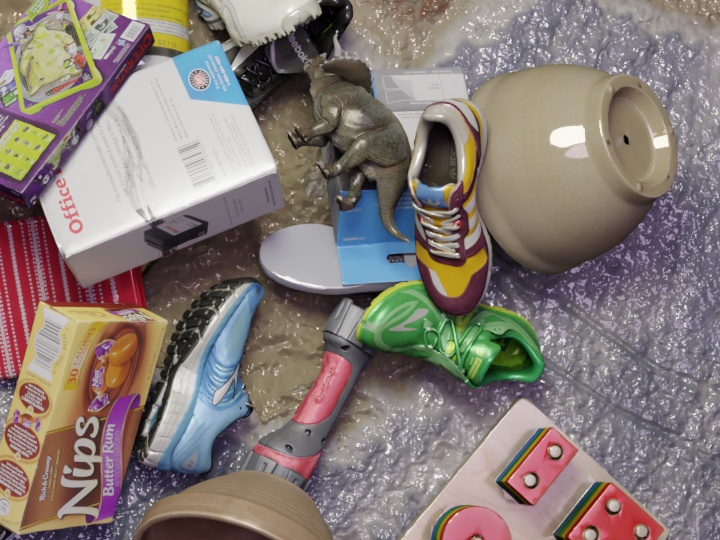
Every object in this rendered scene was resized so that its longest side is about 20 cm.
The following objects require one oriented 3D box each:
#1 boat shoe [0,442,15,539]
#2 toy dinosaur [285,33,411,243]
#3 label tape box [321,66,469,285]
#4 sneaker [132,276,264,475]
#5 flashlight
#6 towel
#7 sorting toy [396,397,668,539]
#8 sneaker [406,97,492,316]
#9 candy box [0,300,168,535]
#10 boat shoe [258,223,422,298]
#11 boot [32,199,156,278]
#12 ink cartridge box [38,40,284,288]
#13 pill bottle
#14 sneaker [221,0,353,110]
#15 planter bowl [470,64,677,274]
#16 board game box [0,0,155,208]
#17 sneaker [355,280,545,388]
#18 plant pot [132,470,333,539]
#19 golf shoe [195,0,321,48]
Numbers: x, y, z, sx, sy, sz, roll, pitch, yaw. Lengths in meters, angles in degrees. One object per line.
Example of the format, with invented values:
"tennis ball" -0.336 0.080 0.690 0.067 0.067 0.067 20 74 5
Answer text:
"boat shoe" -0.349 0.231 1.422 0.072 0.071 0.200 39 78 -3
"toy dinosaur" 0.000 -0.120 1.424 0.102 0.077 0.200 -35 80 -11
"label tape box" 0.042 -0.093 1.502 0.144 0.063 0.201 -4 64 -12
"sneaker" -0.138 0.100 1.486 0.090 0.078 0.200 28 82 -24
"flashlight" -0.045 0.122 1.491 0.068 0.068 0.200 27 81 -2
"towel" -0.297 0.022 1.456 0.199 0.022 0.145 -9 95 2
"sorting toy" 0.170 0.260 1.508 0.200 0.070 0.199 42 78 -3
"sneaker" 0.073 -0.053 1.415 0.075 0.090 0.201 0 101 22
"candy box" -0.252 0.129 1.399 0.056 0.117 0.201 22 101 34
"boat shoe" 0.000 0.000 1.516 0.199 0.057 0.069 3 64 -9
"boot" -0.238 -0.109 1.488 0.200 0.066 0.175 41 78 -1
"ink cartridge box" -0.187 -0.094 1.404 0.199 0.084 0.145 -23 69 -7
"pill bottle" -0.218 -0.272 1.487 0.111 0.111 0.201 -2 84 -10
"sneaker" -0.083 -0.205 1.501 0.200 0.090 0.067 -42 110 -17
"planter bowl" 0.211 -0.108 1.482 0.200 0.135 0.201 16 67 -42
"board game box" -0.282 -0.154 1.377 0.120 0.032 0.200 24 64 18
"sneaker" 0.092 0.063 1.485 0.199 0.084 0.074 10 113 -26
"plant pot" -0.098 0.246 1.423 0.200 0.201 0.093 27 49 -5
"golf shoe" -0.112 -0.267 1.458 0.078 0.200 0.097 -35 123 -20
